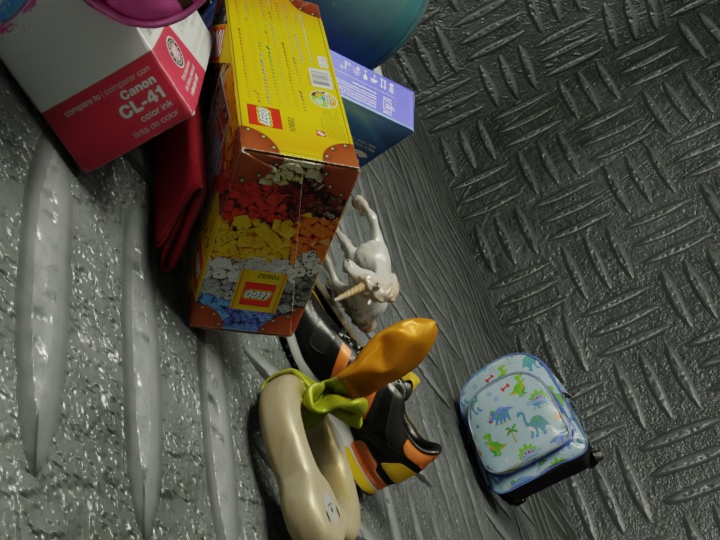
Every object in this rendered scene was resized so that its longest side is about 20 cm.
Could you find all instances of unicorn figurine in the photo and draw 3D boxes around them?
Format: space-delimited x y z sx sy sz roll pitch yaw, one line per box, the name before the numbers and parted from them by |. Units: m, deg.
unicorn figurine | 0.000 0.000 0.903 0.200 0.073 0.138 69 -5 -62

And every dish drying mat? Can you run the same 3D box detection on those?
dish drying mat | -0.130 -0.094 0.636 0.018 0.077 0.201 14 39 -24

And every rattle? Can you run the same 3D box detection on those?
rattle | 0.007 0.141 0.611 0.201 0.141 0.132 -106 -174 -61

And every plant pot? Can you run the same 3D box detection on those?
plant pot | -0.058 -0.280 0.772 0.188 0.199 0.202 -3 69 -67

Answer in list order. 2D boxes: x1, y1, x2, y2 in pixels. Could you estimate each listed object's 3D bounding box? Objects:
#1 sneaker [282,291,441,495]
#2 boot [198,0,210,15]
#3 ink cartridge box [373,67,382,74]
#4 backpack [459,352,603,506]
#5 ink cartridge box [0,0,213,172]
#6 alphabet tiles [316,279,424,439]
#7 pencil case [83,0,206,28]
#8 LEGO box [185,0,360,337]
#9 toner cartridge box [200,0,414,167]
sneaker | 0.002 0.091 0.791 0.202 0.089 0.070 66 11 -4
boot | -0.166 -0.272 0.845 0.201 0.070 0.145 -47 118 -73
ink cartridge box | -0.018 -0.410 1.746 0.146 0.083 0.201 58 14 -34
backpack | 0.250 0.236 1.422 0.147 0.182 0.201 51 13 -55
ink cartridge box | -0.176 -0.183 0.539 0.148 0.085 0.201 -95 160 -58
alphabet tiles | 0.010 0.094 0.922 0.201 0.006 0.167 58 -3 -36
pencil case | -0.102 -0.210 0.487 0.091 0.093 0.201 56 18 -37
LEGO box | -0.072 -0.080 0.633 0.201 0.076 0.150 -103 -151 -45
toner cartridge box | -0.057 -0.151 0.769 0.198 0.095 0.044 19 59 -32
